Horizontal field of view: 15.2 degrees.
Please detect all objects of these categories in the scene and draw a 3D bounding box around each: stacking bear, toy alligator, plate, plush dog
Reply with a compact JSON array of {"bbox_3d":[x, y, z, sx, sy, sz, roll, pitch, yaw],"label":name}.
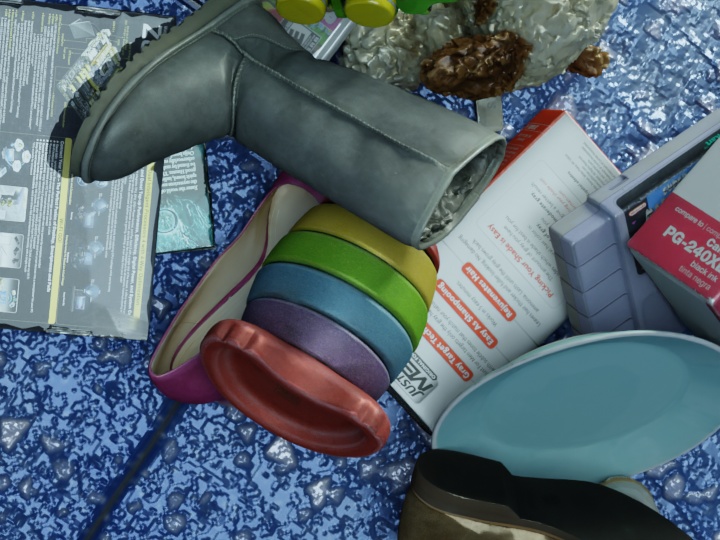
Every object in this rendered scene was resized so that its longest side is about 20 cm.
[{"bbox_3d":[0.000,0.000,1.617,0.121,0.114,0.200,32,69,-4],"label":"stacking bear"},{"bbox_3d":[0.018,-0.169,1.583,0.199,0.054,0.059,4,65,12],"label":"toy alligator"},{"bbox_3d":[0.140,0.082,1.678,0.199,0.200,0.026,-7,59,-10],"label":"plate"},{"bbox_3d":[0.101,-0.163,1.642,0.160,0.172,0.200,35,87,-11],"label":"plush dog"}]

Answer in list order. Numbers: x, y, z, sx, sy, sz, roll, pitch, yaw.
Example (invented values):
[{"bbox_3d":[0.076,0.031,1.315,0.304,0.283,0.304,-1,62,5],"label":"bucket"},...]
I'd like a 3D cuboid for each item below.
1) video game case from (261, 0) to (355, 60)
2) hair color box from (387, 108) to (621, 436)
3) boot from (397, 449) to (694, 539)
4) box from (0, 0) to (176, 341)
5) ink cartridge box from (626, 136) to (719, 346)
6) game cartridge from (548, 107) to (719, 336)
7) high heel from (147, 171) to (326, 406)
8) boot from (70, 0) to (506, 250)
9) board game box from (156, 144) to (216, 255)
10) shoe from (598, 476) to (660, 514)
[{"bbox_3d":[-0.064,-0.234,1.652,0.200,0.018,0.143,37,92,7],"label":"video game case"},{"bbox_3d":[0.084,0.001,1.709,0.200,0.061,0.102,-43,101,-5],"label":"hair color box"},{"bbox_3d":[0.120,0.174,1.676,0.199,0.074,0.076,16,115,-4],"label":"boot"},{"bbox_3d":[-0.199,-0.063,1.630,0.161,0.049,0.201,4,92,-9],"label":"box"},{"bbox_3d":[0.279,-0.036,1.661,0.200,0.083,0.145,-48,136,-5],"label":"ink cartridge box"},{"bbox_3d":[0.211,-0.028,1.692,0.200,0.038,0.130,-34,137,-19],"label":"game cartridge"},{"bbox_3d":[-0.064,-0.008,1.661,0.067,0.096,0.200,35,95,25],"label":"high heel"},{"bbox_3d":[-0.042,-0.067,1.564,0.200,0.073,0.182,38,63,14],"label":"boot"},{"bbox_3d":[-0.195,-0.068,1.670,0.199,0.028,0.136,-6,96,-10],"label":"board game box"},{"bbox_3d":[0.171,0.236,1.742,0.070,0.053,0.201,-6,100,-8],"label":"shoe"}]
